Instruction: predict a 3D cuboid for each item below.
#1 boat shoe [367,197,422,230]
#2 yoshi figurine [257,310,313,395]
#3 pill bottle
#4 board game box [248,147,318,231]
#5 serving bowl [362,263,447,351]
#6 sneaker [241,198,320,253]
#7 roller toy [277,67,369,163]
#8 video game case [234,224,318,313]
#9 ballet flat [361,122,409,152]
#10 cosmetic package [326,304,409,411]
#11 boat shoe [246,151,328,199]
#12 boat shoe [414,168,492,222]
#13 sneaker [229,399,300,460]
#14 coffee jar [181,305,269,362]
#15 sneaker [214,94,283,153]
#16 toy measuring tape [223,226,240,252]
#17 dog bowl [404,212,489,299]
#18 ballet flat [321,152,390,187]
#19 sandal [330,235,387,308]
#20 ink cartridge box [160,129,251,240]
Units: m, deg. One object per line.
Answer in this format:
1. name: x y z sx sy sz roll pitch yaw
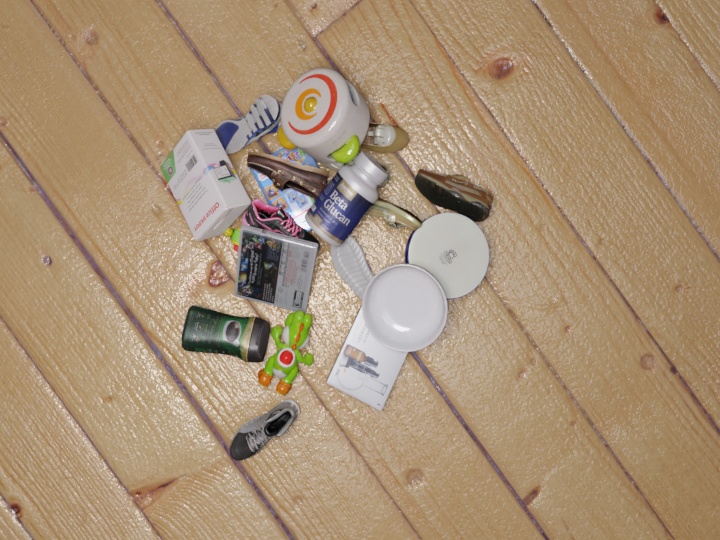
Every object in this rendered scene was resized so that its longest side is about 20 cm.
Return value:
1. boat shoe: 0.053 -0.131 1.585 0.197 0.073 0.064 26 98 21
2. yoshi figurine: -0.166 0.181 1.599 0.111 0.111 0.204 36 106 39
3. pill bottle: -0.028 -0.164 1.532 0.110 0.111 0.201 39 103 0
4. board game box: -0.155 -0.192 1.618 0.149 0.037 0.203 -29 91 -1
5. serving bowl: 0.105 0.078 1.547 0.194 0.066 0.206 3 105 13
6. sneaker: -0.178 -0.098 1.546 0.196 0.096 0.080 27 52 -1
7. roller toy: -0.084 -0.348 1.515 0.196 0.139 0.187 13 85 32
8. video game case: -0.198 0.000 1.563 0.177 0.024 0.203 14 129 -1
9. ballet flat: 0.021 -0.322 1.611 0.194 0.063 0.071 5 87 -1
10. cosmetic package: 0.025 0.207 1.611 0.148 0.052 0.204 25 88 -3
11. boat shoe: -0.172 -0.219 1.564 0.195 0.070 0.072 16 85 -1
12. boat shoe: 0.225 -0.189 1.615 0.197 0.076 0.075 29 61 8
13. sneaker: -0.230 0.375 1.569 0.199 0.115 0.076 -39 90 -2
14. coffee jar: -0.312 0.151 1.583 0.194 0.086 0.107 11 70 -1
15. sneaker: -0.241 -0.340 1.600 0.196 0.115 0.082 -25 86 28
16. toy measuring tape: -0.237 -0.056 1.599 0.196 0.074 0.075 25 89 0
17. dog bowl: 0.204 -0.034 1.603 0.194 0.079 0.206 0 90 -1
18. ballet flat: -0.019 -0.259 1.608 0.196 0.069 0.071 21 89 0
19. sandal: -0.006 0.004 1.615 0.081 0.050 0.206 -31 89 15
20. ink cartridge box: -0.354 -0.194 1.543 0.144 0.083 0.203 -37 77 38
